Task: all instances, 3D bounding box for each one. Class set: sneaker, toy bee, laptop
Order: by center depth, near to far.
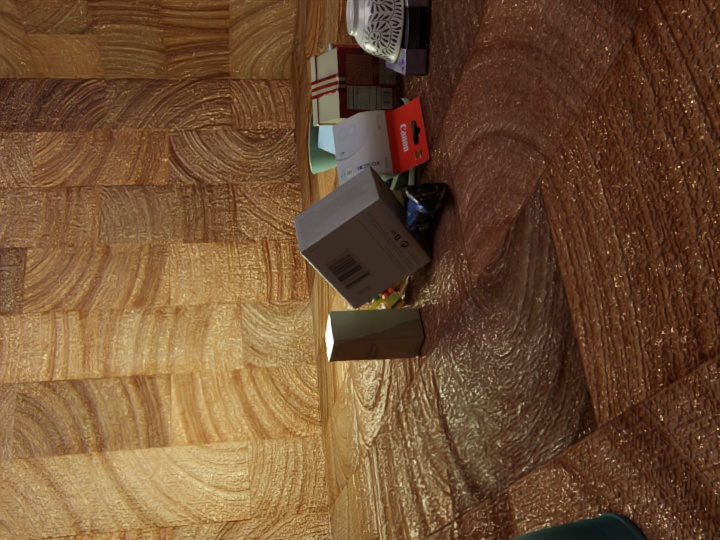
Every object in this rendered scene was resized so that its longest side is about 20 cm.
[{"bbox_3d":[0.124,-0.120,1.511,0.200,0.078,0.090,-106,8,-82],"label":"sneaker"},{"bbox_3d":[0.059,-0.272,1.697,0.073,0.111,0.201,169,99,-79],"label":"sneaker"},{"bbox_3d":[0.046,0.048,1.770,0.109,0.199,0.131,42,107,48],"label":"toy bee"},{"bbox_3d":[-0.053,-0.368,2.301,0.188,0.115,0.201,98,165,-48],"label":"laptop"}]

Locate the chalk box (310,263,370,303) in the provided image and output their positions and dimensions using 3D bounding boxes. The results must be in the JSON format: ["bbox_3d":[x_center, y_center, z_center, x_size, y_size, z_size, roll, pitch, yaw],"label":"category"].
[{"bbox_3d":[0.000,0.000,1.920,0.124,0.200,0.125,-51,11,-12],"label":"chalk box"}]

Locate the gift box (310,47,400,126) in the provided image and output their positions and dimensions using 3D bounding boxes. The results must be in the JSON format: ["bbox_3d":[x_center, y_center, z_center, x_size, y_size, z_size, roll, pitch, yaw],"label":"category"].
[{"bbox_3d":[-0.005,-0.420,1.858,0.187,0.199,0.186,-170,81,-64],"label":"gift box"}]

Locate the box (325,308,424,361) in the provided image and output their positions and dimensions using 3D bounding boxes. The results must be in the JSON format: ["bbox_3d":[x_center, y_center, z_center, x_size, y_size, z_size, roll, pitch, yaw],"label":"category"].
[{"bbox_3d":[0.028,0.139,1.706,0.095,0.199,0.078,102,163,-53],"label":"box"}]

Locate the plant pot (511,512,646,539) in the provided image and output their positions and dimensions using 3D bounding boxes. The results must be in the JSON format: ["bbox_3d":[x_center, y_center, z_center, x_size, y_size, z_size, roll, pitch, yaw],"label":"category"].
[{"bbox_3d":[0.198,0.368,0.834,0.200,0.187,0.201,178,90,-80],"label":"plant pot"}]

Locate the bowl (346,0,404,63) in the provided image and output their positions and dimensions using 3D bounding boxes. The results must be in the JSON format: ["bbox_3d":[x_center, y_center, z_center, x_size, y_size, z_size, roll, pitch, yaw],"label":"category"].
[{"bbox_3d":[0.023,-0.529,1.619,0.201,0.094,0.202,178,90,-79],"label":"bowl"}]

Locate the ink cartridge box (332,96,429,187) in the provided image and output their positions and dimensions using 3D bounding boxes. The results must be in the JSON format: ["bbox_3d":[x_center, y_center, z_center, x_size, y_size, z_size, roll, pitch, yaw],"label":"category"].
[{"bbox_3d":[0.038,-0.264,1.635,0.047,0.199,0.161,27,-131,-50],"label":"ink cartridge box"}]

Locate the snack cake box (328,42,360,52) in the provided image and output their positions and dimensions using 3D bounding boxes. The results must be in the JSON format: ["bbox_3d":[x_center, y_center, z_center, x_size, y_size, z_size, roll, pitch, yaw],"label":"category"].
[{"bbox_3d":[-0.020,-0.506,2.086,0.067,0.114,0.201,104,161,-59],"label":"snack cake box"}]

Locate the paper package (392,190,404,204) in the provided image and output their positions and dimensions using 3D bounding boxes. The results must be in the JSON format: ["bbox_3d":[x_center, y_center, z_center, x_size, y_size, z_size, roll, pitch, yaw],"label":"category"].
[{"bbox_3d":[0.039,-0.189,1.859,0.200,0.103,0.192,-143,52,-76],"label":"paper package"}]

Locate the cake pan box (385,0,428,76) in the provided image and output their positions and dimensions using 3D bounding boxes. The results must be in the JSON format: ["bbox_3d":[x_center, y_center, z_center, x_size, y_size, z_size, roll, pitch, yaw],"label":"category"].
[{"bbox_3d":[0.096,-0.501,1.620,0.200,0.052,0.185,-117,24,-67],"label":"cake pan box"}]

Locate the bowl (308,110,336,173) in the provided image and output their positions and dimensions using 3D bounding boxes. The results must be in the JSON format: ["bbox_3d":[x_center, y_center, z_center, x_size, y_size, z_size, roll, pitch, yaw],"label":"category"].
[{"bbox_3d":[-0.099,-0.409,2.510,0.201,0.104,0.202,1,-90,-85],"label":"bowl"}]

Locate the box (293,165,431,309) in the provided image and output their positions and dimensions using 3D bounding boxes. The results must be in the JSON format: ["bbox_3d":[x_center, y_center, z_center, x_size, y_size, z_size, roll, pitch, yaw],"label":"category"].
[{"bbox_3d":[0.003,-0.065,1.606,0.199,0.199,0.131,47,-164,-35],"label":"box"}]
